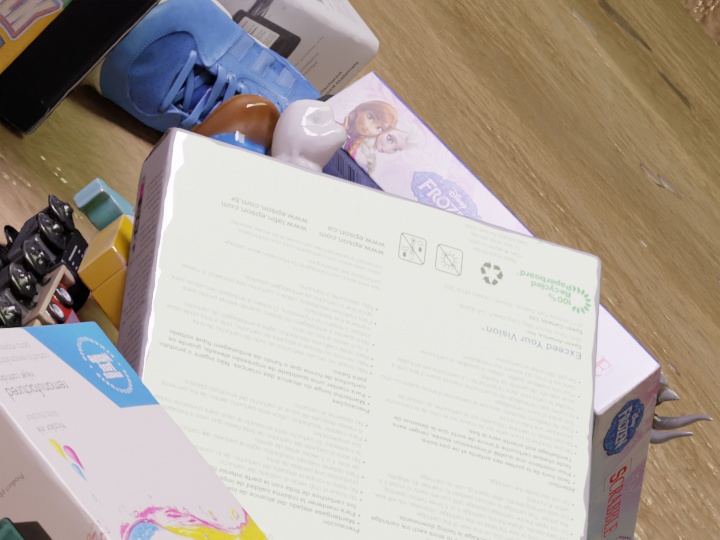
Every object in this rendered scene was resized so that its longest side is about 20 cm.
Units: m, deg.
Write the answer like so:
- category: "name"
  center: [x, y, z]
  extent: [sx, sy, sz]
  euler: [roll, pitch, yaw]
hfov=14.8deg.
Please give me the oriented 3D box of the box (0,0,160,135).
- category: "box"
  center: [-0.150, -0.183, 1.333]
  extent: [0.107, 0.148, 0.200]
  euler: [40, 16, -23]

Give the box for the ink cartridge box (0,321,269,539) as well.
- category: "ink cartridge box"
  center: [-0.073, 0.114, 0.920]
  extent: [0.200, 0.067, 0.116]
  euler: [50, 15, 12]

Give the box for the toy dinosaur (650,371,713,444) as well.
- category: "toy dinosaur"
  center: [0.104, 0.091, 1.473]
  extent: [0.102, 0.077, 0.200]
  euler: [44, -17, 7]

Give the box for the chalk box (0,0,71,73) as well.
- category: "chalk box"
  center: [-0.184, -0.140, 1.024]
  extent: [0.124, 0.200, 0.125]
  euler: [24, 26, -54]

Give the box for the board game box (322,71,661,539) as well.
- category: "board game box"
  center: [0.055, 0.034, 1.300]
  extent: [0.200, 0.041, 0.200]
  euler: [47, -19, 23]

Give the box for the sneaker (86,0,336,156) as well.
- category: "sneaker"
  center: [-0.062, -0.083, 1.445]
  extent: [0.111, 0.077, 0.200]
  euler: [42, 6, 23]

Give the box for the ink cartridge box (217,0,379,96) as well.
- category: "ink cartridge box"
  center: [-0.101, -0.174, 1.568]
  extent: [0.200, 0.083, 0.145]
  euler: [23, 27, -54]

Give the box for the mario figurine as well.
- category: "mario figurine"
  center: [0.000, 0.000, 1.230]
  extent: [0.123, 0.106, 0.200]
  euler: [25, 19, -42]

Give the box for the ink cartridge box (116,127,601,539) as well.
- category: "ink cartridge box"
  center: [-0.002, 0.061, 1.094]
  extent: [0.196, 0.043, 0.200]
  euler: [17, 60, -19]

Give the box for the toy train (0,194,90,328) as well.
- category: "toy train"
  center: [-0.131, 0.019, 1.086]
  extent: [0.046, 0.034, 0.200]
  euler: [54, 12, -13]

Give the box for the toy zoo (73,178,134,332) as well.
- category: "toy zoo"
  center: [-0.057, 0.046, 1.164]
  extent: [0.200, 0.020, 0.131]
  euler: [52, 7, 1]
